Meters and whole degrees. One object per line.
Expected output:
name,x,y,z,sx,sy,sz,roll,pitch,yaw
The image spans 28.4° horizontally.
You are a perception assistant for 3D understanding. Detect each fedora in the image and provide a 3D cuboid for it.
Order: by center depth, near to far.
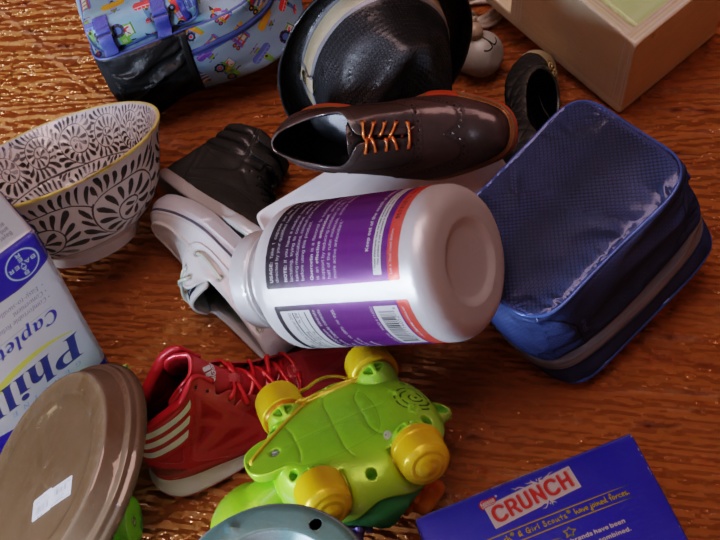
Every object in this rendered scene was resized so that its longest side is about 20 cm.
fedora,0.025,-0.161,1.219,0.199,0.201,0.092,-22,54,-4

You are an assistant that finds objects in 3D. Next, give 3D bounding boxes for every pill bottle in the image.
pill bottle,0.000,0.000,1.056,0.199,0.113,0.113,-4,48,39

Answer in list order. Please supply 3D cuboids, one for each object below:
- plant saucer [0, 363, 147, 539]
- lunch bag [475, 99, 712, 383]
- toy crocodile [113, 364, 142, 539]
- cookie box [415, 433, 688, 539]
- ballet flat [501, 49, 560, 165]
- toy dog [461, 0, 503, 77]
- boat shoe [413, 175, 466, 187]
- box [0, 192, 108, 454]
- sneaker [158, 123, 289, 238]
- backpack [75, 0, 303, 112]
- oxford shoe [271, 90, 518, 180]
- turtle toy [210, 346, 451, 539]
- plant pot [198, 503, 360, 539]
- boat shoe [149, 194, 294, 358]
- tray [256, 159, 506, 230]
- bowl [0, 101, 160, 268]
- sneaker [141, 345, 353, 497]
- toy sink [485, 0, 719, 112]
plant saucer,-0.231,0.159,1.077,0.200,0.029,0.201,-32,42,34
lunch bag,0.177,-0.023,1.115,0.200,0.132,0.136,-43,52,-5
toy crocodile,-0.206,0.157,1.119,0.067,0.062,0.201,-6,51,9
cookie box,0.152,0.234,0.961,0.170,0.075,0.201,-21,51,-2
ballet flat,0.156,-0.133,1.231,0.057,0.066,0.201,-29,27,30
toy dog,0.037,-0.247,1.349,0.198,0.097,0.133,0,53,14
boat shoe,0.056,-0.056,1.212,0.064,0.071,0.200,23,63,27
box,-0.321,0.055,1.138,0.184,0.201,0.105,-39,55,-16
sneaker,-0.089,-0.068,1.258,0.099,0.071,0.200,-45,51,-14
backpack,-0.163,-0.261,1.379,0.199,0.135,0.183,-18,50,6
oxford shoe,0.025,-0.101,1.127,0.199,0.072,0.072,-3,10,23
turtle toy,-0.021,0.149,1.050,0.199,0.102,0.146,-24,36,-6
plant pot,-0.040,0.254,0.922,0.198,0.189,0.201,-7,52,9
boat shoe,-0.123,0.005,1.208,0.199,0.074,0.067,34,65,32
tray,0.021,-0.054,1.172,0.199,0.022,0.108,-31,58,1
bowl,-0.254,-0.064,1.265,0.199,0.095,0.201,-17,25,8
sneaker,-0.085,0.093,1.103,0.199,0.116,0.078,-32,52,-11
toy sink,0.213,-0.268,1.285,0.130,0.112,0.200,-38,67,-16
